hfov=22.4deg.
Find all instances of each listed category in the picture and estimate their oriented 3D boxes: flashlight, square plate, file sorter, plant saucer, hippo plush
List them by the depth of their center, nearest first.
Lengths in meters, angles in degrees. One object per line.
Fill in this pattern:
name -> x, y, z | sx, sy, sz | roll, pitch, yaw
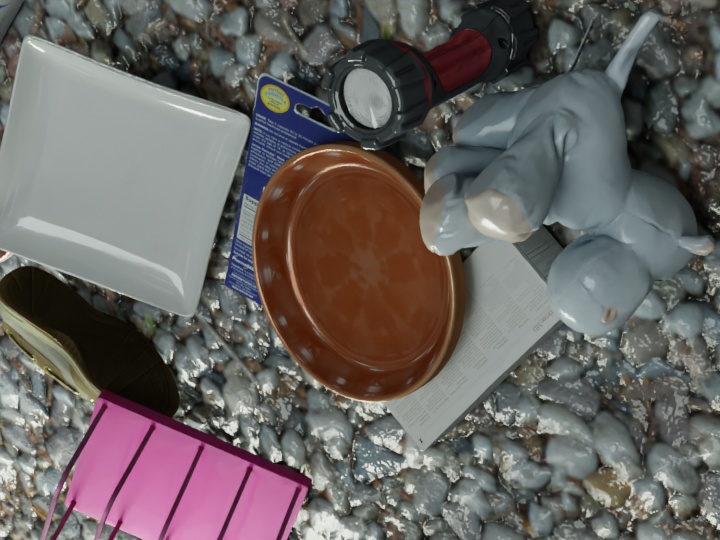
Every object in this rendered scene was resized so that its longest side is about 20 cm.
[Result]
flashlight -> 0.054, -0.140, 1.219 | 0.067, 0.200, 0.068 | -1, 110, 37
hippo plush -> 0.149, -0.050, 1.254 | 0.161, 0.200, 0.159 | 46, 167, -20
plant saucer -> 0.000, 0.000, 1.384 | 0.199, 0.032, 0.202 | 15, 115, 36
square plate -> -0.204, -0.078, 1.513 | 0.197, 0.028, 0.201 | 20, 119, 1
file sorter -> -0.168, 0.227, 1.566 | 0.199, 0.126, 0.140 | 23, 127, 0

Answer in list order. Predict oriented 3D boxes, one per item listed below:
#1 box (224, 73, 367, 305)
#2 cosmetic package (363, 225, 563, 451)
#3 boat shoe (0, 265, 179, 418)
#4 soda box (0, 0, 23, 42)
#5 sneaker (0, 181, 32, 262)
box -> -0.041, -0.051, 1.444 | 0.121, 0.032, 0.201 | 28, 126, 23
cosmetic package -> 0.087, 0.048, 1.383 | 0.083, 0.051, 0.200 | 52, 131, 11
boat shoe -> -0.245, 0.077, 1.638 | 0.200, 0.074, 0.067 | 41, 145, 12
soda box -> -0.330, -0.238, 1.546 | 0.064, 0.068, 0.200 | 48, 131, 8
sneaker -> -0.335, -0.054, 1.628 | 0.200, 0.082, 0.077 | -37, 87, 41
